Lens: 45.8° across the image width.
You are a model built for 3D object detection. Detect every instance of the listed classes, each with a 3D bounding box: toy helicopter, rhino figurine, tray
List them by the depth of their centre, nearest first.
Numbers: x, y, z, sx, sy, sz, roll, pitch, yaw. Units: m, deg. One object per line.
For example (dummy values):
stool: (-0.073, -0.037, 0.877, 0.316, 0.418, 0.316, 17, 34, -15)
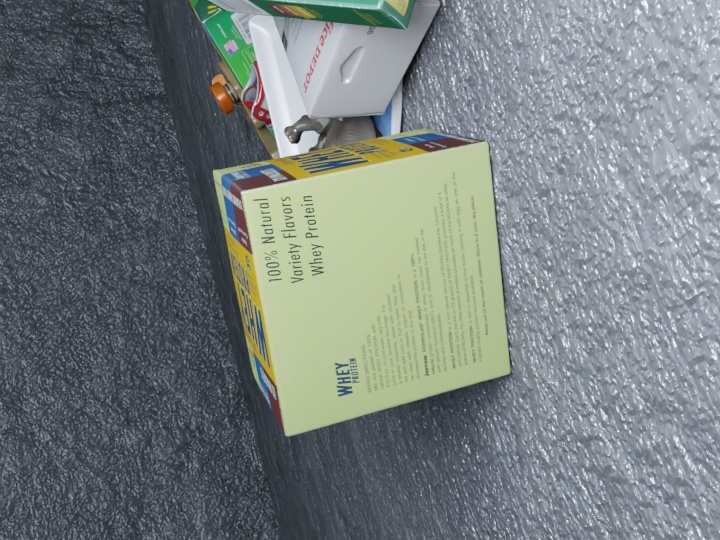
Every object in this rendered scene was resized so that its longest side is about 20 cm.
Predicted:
rhino figurine: (0.000, -0.089, 0.858, 0.060, 0.087, 0.201, 11, -132, -58)
tray: (-0.059, -0.204, 0.966, 0.022, 0.107, 0.202, -13, -90, -60)
toy helicopter: (-0.166, -0.237, 1.320, 0.201, 0.079, 0.132, 61, 172, -34)

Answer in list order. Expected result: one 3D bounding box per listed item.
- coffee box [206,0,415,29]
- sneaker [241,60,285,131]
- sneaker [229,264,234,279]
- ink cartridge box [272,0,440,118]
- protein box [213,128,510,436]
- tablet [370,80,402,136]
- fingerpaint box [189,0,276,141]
coffee box: (-0.034, -0.256, 0.656, 0.199, 0.044, 0.124, 16, 88, 36)
sneaker: (-0.087, -0.172, 1.055, 0.071, 0.111, 0.202, -129, 30, -58)
sneaker: (-0.174, -0.006, 1.412, 0.200, 0.084, 0.075, -30, -77, -70)
ink cartridge box: (-0.021, -0.259, 0.764, 0.145, 0.083, 0.201, 122, 134, -55)
protein box: (0.000, 0.000, 0.718, 0.135, 0.198, 0.200, -145, 44, -67)
tablet: (0.002, -0.229, 0.877, 0.200, 0.014, 0.131, -121, 24, -47)
fingerpaint box: (-0.144, -0.287, 1.108, 0.201, 0.073, 0.167, 58, -179, -42)
